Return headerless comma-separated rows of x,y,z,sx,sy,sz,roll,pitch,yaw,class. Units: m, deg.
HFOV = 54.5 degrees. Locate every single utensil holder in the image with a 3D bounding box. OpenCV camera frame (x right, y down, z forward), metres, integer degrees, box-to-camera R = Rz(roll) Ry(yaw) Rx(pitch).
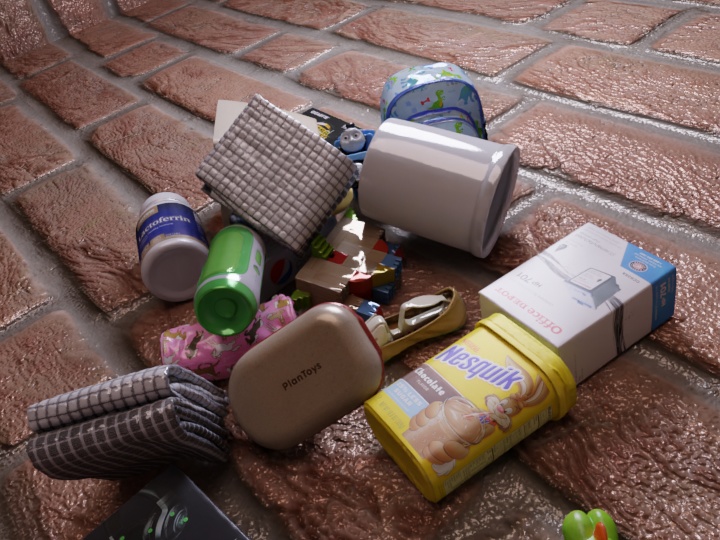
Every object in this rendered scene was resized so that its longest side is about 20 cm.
0.118,-0.130,1.050,0.199,0.171,0.170,20,48,18,utensil holder

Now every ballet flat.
0.047,0.075,0.938,0.199,0.063,0.069,-23,37,-10,ballet flat

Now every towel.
-0.125,-0.138,1.047,0.200,0.086,0.166,34,85,10,towel
-0.250,0.185,0.794,0.165,0.200,0.086,-18,66,3,towel

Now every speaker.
-0.176,0.008,0.959,0.088,0.089,0.200,-13,27,3,speaker

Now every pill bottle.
-0.317,-0.047,1.177,0.115,0.116,0.200,-22,37,-8,pill bottle

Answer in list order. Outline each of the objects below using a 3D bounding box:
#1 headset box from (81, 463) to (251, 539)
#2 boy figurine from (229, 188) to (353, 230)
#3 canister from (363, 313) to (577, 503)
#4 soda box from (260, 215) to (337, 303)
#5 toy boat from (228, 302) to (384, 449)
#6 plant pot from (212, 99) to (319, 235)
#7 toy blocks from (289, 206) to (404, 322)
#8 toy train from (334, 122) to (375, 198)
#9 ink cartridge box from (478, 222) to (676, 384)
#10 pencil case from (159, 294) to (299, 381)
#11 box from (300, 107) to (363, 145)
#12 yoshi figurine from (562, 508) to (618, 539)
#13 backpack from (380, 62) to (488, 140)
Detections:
-0.196,0.316,0.691,0.199,0.093,0.174,24,52,40,headset box
-0.111,-0.112,1.113,0.199,0.064,0.125,-13,71,1,boy figurine
0.121,0.152,0.797,0.199,0.087,0.148,-30,39,-17,canister
-0.125,-0.027,1.127,0.200,0.064,0.068,-37,43,-27,soda box
-0.063,0.132,0.868,0.199,0.131,0.131,-33,78,7,toy boat
-0.156,-0.176,1.231,0.176,0.201,0.200,-4,33,-6,plant pot
0.000,0.000,1.041,0.136,0.100,0.200,18,48,20,toy blocks
-0.001,-0.187,1.197,0.086,0.115,0.200,-13,2,8,toy train
0.272,0.042,0.884,0.199,0.086,0.146,-29,39,-20,ink cartridge box
-0.178,0.099,0.971,0.199,0.083,0.087,-17,28,-1,pencil case
-0.100,-0.259,1.426,0.159,0.050,0.200,-34,41,-20,box
0.208,0.309,0.584,0.112,0.112,0.201,-40,38,38,yoshi figurine
0.128,-0.239,1.195,0.182,0.201,0.147,-12,37,3,backpack
